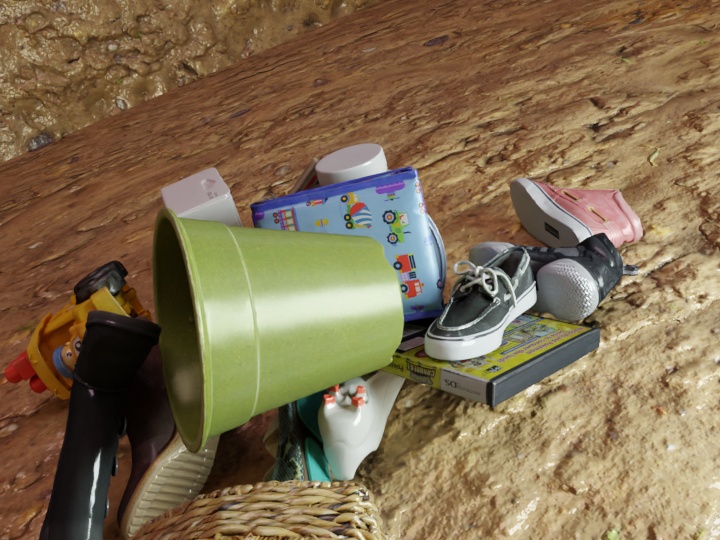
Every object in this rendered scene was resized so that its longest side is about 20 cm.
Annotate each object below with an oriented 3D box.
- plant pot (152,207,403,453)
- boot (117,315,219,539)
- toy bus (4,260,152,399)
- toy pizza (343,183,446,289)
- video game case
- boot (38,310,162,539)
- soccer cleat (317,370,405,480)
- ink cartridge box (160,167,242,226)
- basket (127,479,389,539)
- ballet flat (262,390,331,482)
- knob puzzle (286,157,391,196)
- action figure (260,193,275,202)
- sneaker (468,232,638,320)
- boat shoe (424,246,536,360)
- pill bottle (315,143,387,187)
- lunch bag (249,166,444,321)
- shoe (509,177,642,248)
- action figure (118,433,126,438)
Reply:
[{"bbox_3d":[-0.069,0.040,0.628,0.188,0.202,0.200,-6,22,-24],"label":"plant pot"},{"bbox_3d":[-0.219,0.152,0.729,0.165,0.072,0.201,14,68,34],"label":"boot"},{"bbox_3d":[-0.350,0.094,0.896,0.191,0.137,0.200,-32,15,-12],"label":"toy bus"},{"bbox_3d":[0.000,0.000,0.823,0.198,0.202,0.032,-18,12,-2],"label":"toy pizza"},{"bbox_3d":[0.115,0.075,0.730,0.180,0.026,0.199,11,18,43],"label":"video game case"},{"bbox_3d":[-0.235,0.146,0.632,0.065,0.202,0.165,16,-19,-19],"label":"boot"},{"bbox_3d":[0.001,0.134,0.715,0.069,0.078,0.200,4,12,15],"label":"soccer cleat"},{"bbox_3d":[-0.188,-0.017,0.952,0.082,0.202,0.147,-22,27,-11],"label":"ink cartridge box"},{"bbox_3d":[-0.070,0.240,0.468,0.198,0.144,0.149,-14,26,6],"label":"basket"},{"bbox_3d":[-0.064,0.171,0.684,0.074,0.075,0.200,-15,24,3],"label":"ballet flat"},{"bbox_3d":[-0.051,-0.060,0.987,0.218,0.220,0.031,-28,63,-20],"label":"knob puzzle"},{"bbox_3d":[-0.130,-0.059,1.112,0.198,0.103,0.119,-17,38,-3],"label":"action figure"},{"bbox_3d":[0.222,-0.002,0.836,0.113,0.076,0.200,-20,22,-27],"label":"sneaker"},{"bbox_3d":[0.123,0.025,0.711,0.073,0.069,0.199,7,22,39],"label":"boat shoe"},{"bbox_3d":[0.012,-0.048,0.894,0.111,0.202,0.113,-13,26,7],"label":"pill bottle"},{"bbox_3d":[-0.023,-0.013,0.760,0.198,0.152,0.094,-12,10,2],"label":"lunch bag"},{"bbox_3d":[0.279,-0.077,0.946,0.090,0.072,0.200,-20,32,-8],"label":"shoe"},{"bbox_3d":[-0.204,0.148,0.808,0.198,0.070,0.130,-10,20,6],"label":"action figure"}]
